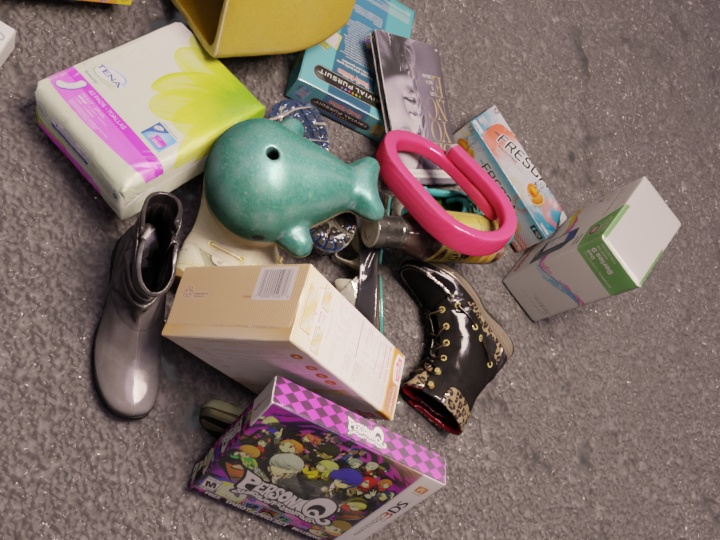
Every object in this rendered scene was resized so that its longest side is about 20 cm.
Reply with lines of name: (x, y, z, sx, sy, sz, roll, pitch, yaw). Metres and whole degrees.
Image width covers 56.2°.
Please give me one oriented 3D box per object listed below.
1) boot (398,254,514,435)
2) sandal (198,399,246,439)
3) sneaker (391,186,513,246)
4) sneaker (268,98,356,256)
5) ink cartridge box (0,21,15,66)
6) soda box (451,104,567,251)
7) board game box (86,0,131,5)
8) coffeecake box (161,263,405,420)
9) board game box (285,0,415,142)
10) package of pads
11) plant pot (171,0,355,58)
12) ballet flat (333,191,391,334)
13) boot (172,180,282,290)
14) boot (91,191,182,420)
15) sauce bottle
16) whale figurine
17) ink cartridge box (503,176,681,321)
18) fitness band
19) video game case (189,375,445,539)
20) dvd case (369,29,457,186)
boot: (0.099, 0.092, 0.854, 0.200, 0.073, 0.151, 47, 58, -16)
sandal: (-0.075, 0.176, 0.724, 0.199, 0.080, 0.058, 31, 48, -18)
sneaker: (0.137, -0.067, 0.917, 0.196, 0.079, 0.079, 10, 70, -28)
sneaker: (-0.067, -0.107, 0.812, 0.075, 0.085, 0.204, -14, 76, -14)
ink cartridge box: (-0.428, -0.180, 0.644, 0.098, 0.039, 0.203, 31, 61, -19)
soda box: (0.213, -0.134, 0.986, 0.063, 0.068, 0.202, -36, 93, -33)
board game box: (-0.354, -0.332, 0.723, 0.197, 0.030, 0.097, -5, 56, -34)
coffeecake box: (-0.067, 0.075, 0.662, 0.200, 0.151, 0.074, 47, 50, -48)
board game box: (-0.010, -0.299, 0.920, 0.149, 0.047, 0.204, 21, 66, -24)
package of pads: (-0.224, -0.169, 0.725, 0.155, 0.068, 0.199, 46, 56, 8)
plant pot: (-0.097, -0.374, 0.778, 0.197, 0.196, 0.197, -7, 47, -37)
ballet flat: (0.000, 0.000, 0.830, 0.072, 0.073, 0.205, 10, 76, -27)
boot: (-0.102, -0.023, 0.769, 0.197, 0.072, 0.158, 22, 63, -20)
boot: (-0.213, 0.036, 0.648, 0.068, 0.131, 0.205, 3, 74, -29)
sauce bottle: (0.090, -0.042, 0.824, 0.196, 0.066, 0.068, 2, 74, -32)
whale figurine: (-0.064, -0.096, 0.708, 0.195, 0.104, 0.163, 1, 70, -16)
ink cartridge box: (0.315, -0.023, 0.938, 0.088, 0.200, 0.145, 48, 59, -4)
fitness band: (0.103, -0.099, 0.810, 0.142, 0.038, 0.201, -17, 59, -45)
video game case: (-0.045, 0.202, 0.672, 0.198, 0.181, 0.036, 30, 37, -19)
dvd case: (0.079, -0.217, 0.923, 0.147, 0.016, 0.205, -8, 88, -50)
